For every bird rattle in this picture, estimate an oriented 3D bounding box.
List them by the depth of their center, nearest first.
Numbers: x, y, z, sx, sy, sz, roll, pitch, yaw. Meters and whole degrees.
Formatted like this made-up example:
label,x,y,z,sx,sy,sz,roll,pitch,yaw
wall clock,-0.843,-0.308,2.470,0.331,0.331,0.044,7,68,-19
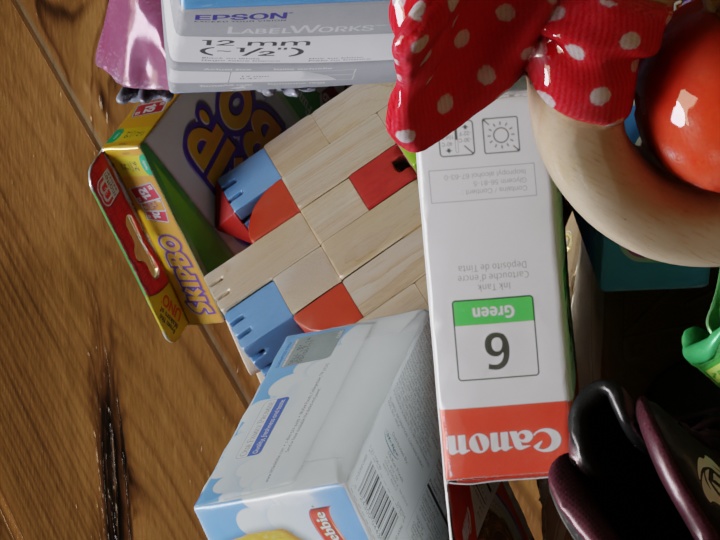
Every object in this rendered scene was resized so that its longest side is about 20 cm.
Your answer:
label,x,y,z,sx,sy,sz,roll,pitch,yaw
bird rattle,0.105,-0.070,0.908,0.113,0.200,0.163,47,164,58

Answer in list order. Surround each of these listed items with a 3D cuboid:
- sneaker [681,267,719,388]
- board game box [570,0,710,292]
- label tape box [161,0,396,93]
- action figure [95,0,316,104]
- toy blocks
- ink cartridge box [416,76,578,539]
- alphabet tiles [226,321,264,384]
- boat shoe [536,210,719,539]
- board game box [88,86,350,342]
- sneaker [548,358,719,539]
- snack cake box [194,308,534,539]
label,x,y,z,sx,sy,sz,roll,pitch,yaw
sneaker,0.149,0.036,0.991,0.074,0.083,0.200,129,126,-65
board game box,0.095,-0.116,1.061,0.153,0.040,0.200,-103,12,-59
label tape box,0.003,-0.114,1.054,0.200,0.143,0.066,129,138,-82
action figure,-0.060,-0.170,1.203,0.149,0.134,0.201,-88,-11,-78
toy blocks,0.000,0.000,1.261,0.100,0.137,0.200,53,-175,-42
ink cartridge box,0.053,0.031,1.069,0.109,0.050,0.201,-62,-34,-82
alphabet tiles,-0.074,-0.030,1.437,0.196,0.015,0.200,-109,-3,-75
boat shoe,0.102,0.059,1.166,0.069,0.074,0.201,-133,45,-60
board game box,-0.054,-0.063,1.348,0.030,0.200,0.096,-3,125,34
sneaker,0.109,0.062,1.020,0.116,0.076,0.200,47,-164,-25
snack cake box,0.020,0.131,1.159,0.200,0.067,0.115,65,-152,-25
